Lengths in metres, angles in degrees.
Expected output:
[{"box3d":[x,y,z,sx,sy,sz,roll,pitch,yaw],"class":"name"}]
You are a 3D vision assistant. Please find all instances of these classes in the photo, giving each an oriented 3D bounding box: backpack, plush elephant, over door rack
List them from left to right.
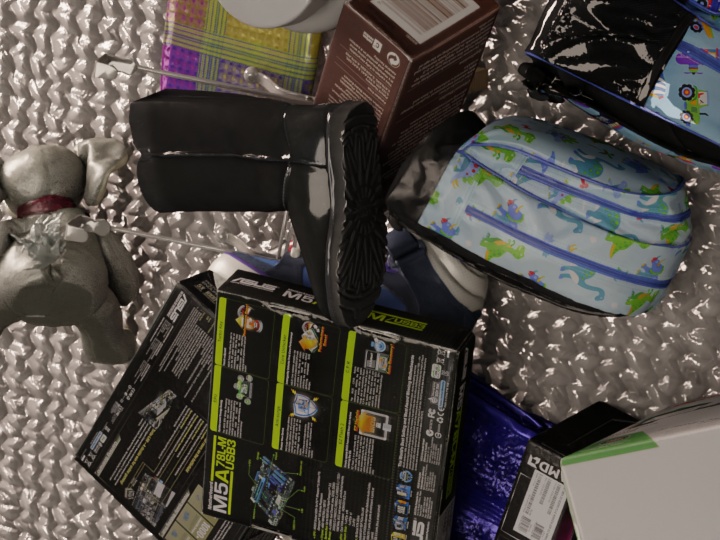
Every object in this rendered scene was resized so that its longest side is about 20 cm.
[{"box3d":[-0.265,-0.033,1.852,0.164,0.155,0.200,1,145,-9],"class":"plush elephant"},{"box3d":[-0.122,-0.087,1.744,0.200,0.067,0.148,8,106,-9],"class":"over door rack"},{"box3d":[0.140,-0.041,1.612,0.200,0.163,0.154,40,103,9],"class":"backpack"},{"box3d":[0.224,-0.143,1.528,0.200,0.183,0.135,26,96,7],"class":"backpack"}]

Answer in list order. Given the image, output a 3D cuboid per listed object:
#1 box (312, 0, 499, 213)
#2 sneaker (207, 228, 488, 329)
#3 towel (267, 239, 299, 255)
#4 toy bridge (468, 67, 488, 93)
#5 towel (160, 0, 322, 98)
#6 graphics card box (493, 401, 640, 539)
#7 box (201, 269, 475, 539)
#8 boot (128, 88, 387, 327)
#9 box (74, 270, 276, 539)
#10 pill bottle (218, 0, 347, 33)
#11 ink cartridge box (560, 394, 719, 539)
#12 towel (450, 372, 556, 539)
[{"box3d":[0.023,-0.129,1.641,0.075,0.100,0.200,42,143,19],"class":"box"},{"box3d":[0.000,0.000,1.723,0.200,0.081,0.147,29,71,13],"class":"sneaker"},{"box3d":[-0.064,0.058,1.823,0.200,0.023,0.144,-25,88,32],"class":"towel"},{"box3d":[0.075,-0.224,1.653,0.027,0.067,0.200,9,105,27],"class":"toy bridge"},{"box3d":[-0.096,-0.164,1.790,0.143,0.023,0.200,16,110,25],"class":"towel"},{"box3d":[0.144,0.206,1.678,0.051,0.125,0.200,26,113,26],"class":"graphics card box"},{"box3d":[-0.020,0.115,1.669,0.193,0.048,0.200,14,117,18],"class":"box"},{"box3d":[-0.080,-0.048,1.633,0.200,0.066,0.165,5,97,32],"class":"boot"},{"box3d":[-0.112,0.124,1.802,0.164,0.086,0.200,41,118,17],"class":"box"},{"box3d":[-0.022,-0.234,1.628,0.116,0.200,0.117,7,104,27],"class":"pill bottle"},{"box3d":[0.251,0.138,1.561,0.146,0.200,0.084,-15,91,30],"class":"ink cartridge box"},{"box3d":[0.070,0.181,1.759,0.148,0.050,0.200,32,115,21],"class":"towel"}]
